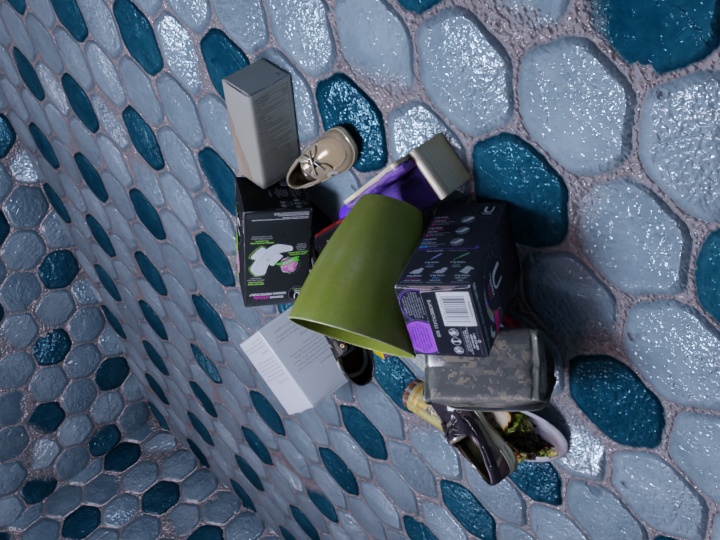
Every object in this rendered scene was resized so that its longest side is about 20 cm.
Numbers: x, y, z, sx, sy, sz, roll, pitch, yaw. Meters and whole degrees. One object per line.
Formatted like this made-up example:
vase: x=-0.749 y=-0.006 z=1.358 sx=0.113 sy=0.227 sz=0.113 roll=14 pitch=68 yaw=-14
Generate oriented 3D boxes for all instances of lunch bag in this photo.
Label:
lunch bag: x=0.192 y=0.145 z=1.178 sx=0.164 sy=0.118 sz=0.200 roll=-3 pitch=170 yaw=20

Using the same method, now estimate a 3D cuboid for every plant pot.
plant pot: x=0.016 y=0.001 z=1.147 sx=0.187 sy=0.200 sz=0.187 roll=17 pitch=170 yaw=3

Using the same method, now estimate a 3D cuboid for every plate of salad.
plate of salad: x=0.247 y=0.281 z=1.368 sx=0.200 sy=0.048 sz=0.200 roll=16 pitch=147 yaw=11

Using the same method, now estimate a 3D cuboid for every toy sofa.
toy sofa: x=0.064 y=-0.117 z=1.206 sx=0.083 sy=0.098 sz=0.200 roll=55 pitch=152 yaw=-3

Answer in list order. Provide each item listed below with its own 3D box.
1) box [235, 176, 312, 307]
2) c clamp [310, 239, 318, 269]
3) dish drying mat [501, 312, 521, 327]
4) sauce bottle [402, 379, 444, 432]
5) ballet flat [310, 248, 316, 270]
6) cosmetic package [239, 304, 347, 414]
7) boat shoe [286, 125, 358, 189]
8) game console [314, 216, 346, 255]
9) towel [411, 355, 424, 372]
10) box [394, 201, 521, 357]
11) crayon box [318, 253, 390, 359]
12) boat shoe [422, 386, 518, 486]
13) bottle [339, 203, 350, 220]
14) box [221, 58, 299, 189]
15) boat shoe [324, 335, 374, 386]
box: x=-0.164 y=-0.056 z=1.501 sx=0.149 sy=0.124 sz=0.200 roll=-115 pitch=25 yaw=-55
c clamp: x=-0.070 y=0.048 z=1.507 sx=0.171 sy=0.027 sz=0.200 roll=72 pitch=-176 yaw=-55
dish drying mat: x=0.169 y=0.026 z=1.249 sx=0.200 sy=0.018 sz=0.077 roll=45 pitch=-170 yaw=16
sauce bottle: x=0.170 y=0.274 z=1.528 sx=0.200 sy=0.066 sz=0.066 roll=26 pitch=142 yaw=35
ballet flat: x=-0.059 y=0.046 z=1.621 sx=0.200 sy=0.062 sz=0.067 roll=60 pitch=160 yaw=-12
cosmetic package: x=-0.126 y=0.183 z=1.773 sx=0.200 sy=0.165 sz=0.165 roll=55 pitch=153 yaw=-1
boat shoe: x=-0.068 y=-0.182 z=1.370 sx=0.072 sy=0.065 sz=0.200 roll=57 pitch=153 yaw=-6
game console: x=0.000 y=0.000 z=1.314 sx=0.177 sy=0.031 sz=0.200 roll=60 pitch=158 yaw=-4
towel: x=0.149 y=0.158 z=1.383 sx=0.200 sy=0.035 sz=0.193 roll=44 pitch=151 yaw=17
box: x=0.139 y=0.009 z=1.101 sx=0.106 sy=0.200 sz=0.122 roll=-1 pitch=126 yaw=26
crayon box: x=0.001 y=0.039 z=1.468 sx=0.173 sy=0.058 sz=0.200 roll=25 pitch=136 yaw=62
boat shoe: x=0.169 y=0.261 z=1.321 sx=0.200 sy=0.065 sz=0.072 roll=49 pitch=143 yaw=11
bottle: x=0.045 y=-0.031 z=1.320 sx=0.200 sy=0.083 sz=0.065 roll=59 pitch=165 yaw=11
box: x=-0.170 y=-0.254 z=1.419 sx=0.078 sy=0.095 sz=0.200 roll=36 pitch=146 yaw=31
boat shoe: x=-0.024 y=0.118 z=1.430 sx=0.063 sy=0.074 sz=0.202 roll=39 pitch=154 yaw=52
